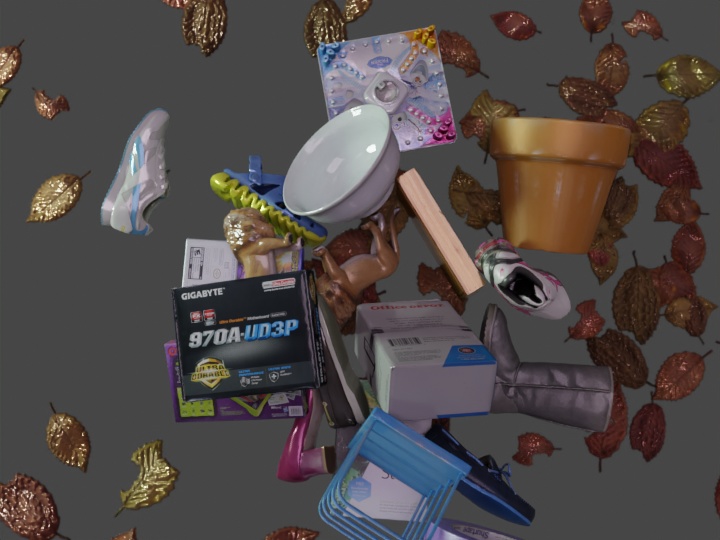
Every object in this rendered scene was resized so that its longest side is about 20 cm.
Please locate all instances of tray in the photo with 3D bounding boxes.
[{"bbox_3d":[0.118,-0.051,1.142,0.037,0.099,0.201,-31,82,-1],"label":"tray"}]

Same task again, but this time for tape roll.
[{"bbox_3d":[0.178,0.405,1.019,0.199,0.200,0.086,14,81,2],"label":"tape roll"}]

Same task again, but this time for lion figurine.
[{"bbox_3d":[0.000,0.000,1.141,0.199,0.072,0.123,-30,101,-10],"label":"lion figurine"},{"bbox_3d":[-0.141,0.005,1.100,0.122,0.072,0.202,-4,87,22],"label":"lion figurine"}]

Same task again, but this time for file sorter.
[{"bbox_3d":[0.032,0.288,0.989,0.138,0.200,0.123,32,65,5],"label":"file sorter"}]

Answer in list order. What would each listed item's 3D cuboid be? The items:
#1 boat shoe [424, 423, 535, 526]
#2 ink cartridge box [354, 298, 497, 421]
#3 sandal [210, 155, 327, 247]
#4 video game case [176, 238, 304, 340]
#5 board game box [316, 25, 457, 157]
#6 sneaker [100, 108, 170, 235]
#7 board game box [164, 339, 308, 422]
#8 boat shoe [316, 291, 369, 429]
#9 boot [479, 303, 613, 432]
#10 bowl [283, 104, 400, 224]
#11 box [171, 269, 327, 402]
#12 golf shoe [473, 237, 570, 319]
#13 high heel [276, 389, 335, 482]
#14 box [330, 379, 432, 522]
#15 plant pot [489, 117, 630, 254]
[{"bbox_3d":[0.177,0.293,1.089,0.200,0.084,0.069,39,60,-11],"label":"boat shoe"},{"bbox_3d":[0.083,0.119,1.050,0.145,0.200,0.085,-2,111,-12],"label":"ink cartridge box"},{"bbox_3d":[-0.130,-0.112,1.166,0.199,0.080,0.087,35,71,2],"label":"sandal"},{"bbox_3d":[-0.181,0.057,1.151,0.180,0.045,0.201,3,81,2],"label":"video game case"},{"bbox_3d":[0.042,-0.288,1.218,0.199,0.026,0.201,-10,81,-2],"label":"board game box"},{"bbox_3d":[-0.331,-0.153,1.176,0.080,0.077,0.201,20,87,-6],"label":"sneaker"},{"bbox_3d":[-0.178,0.154,1.085,0.199,0.032,0.121,-4,102,11],"label":"board game box"},{"bbox_3d":[-0.048,0.131,1.076,0.060,0.072,0.202,-18,97,13],"label":"boat shoe"},{"bbox_3d":[0.275,0.145,1.126,0.199,0.073,0.183,3,94,7],"label":"boot"},{"bbox_3d":[-0.012,-0.140,1.119,0.090,0.201,0.202,42,81,-35],"label":"bowl"},{"bbox_3d":[-0.152,0.090,1.034,0.199,0.046,0.160,-7,86,12],"label":"box"},{"bbox_3d":[0.245,0.034,1.097,0.199,0.092,0.073,30,113,-35],"label":"golf shoe"},{"bbox_3d":[-0.090,0.211,1.129,0.095,0.067,0.201,-14,75,25],"label":"high heel"},{"bbox_3d":[0.033,0.265,1.123,0.143,0.036,0.201,3,80,0],"label":"box"},{"bbox_3d":[0.285,-0.122,1.121,0.199,0.200,0.185,6,97,1],"label":"plant pot"}]
